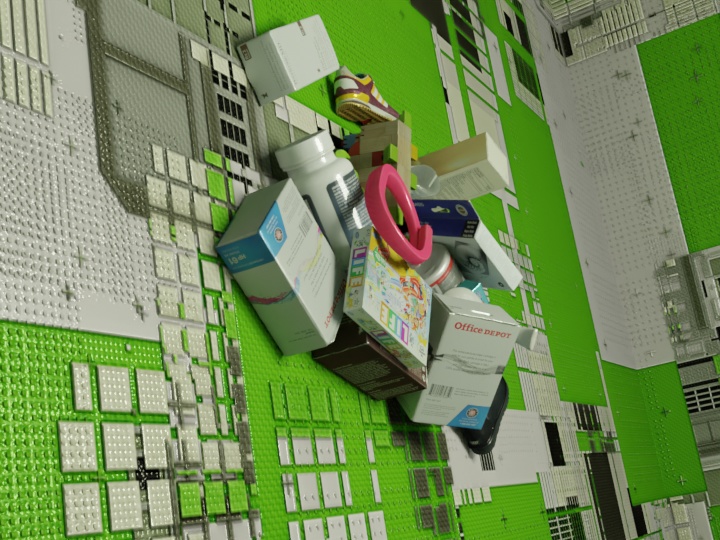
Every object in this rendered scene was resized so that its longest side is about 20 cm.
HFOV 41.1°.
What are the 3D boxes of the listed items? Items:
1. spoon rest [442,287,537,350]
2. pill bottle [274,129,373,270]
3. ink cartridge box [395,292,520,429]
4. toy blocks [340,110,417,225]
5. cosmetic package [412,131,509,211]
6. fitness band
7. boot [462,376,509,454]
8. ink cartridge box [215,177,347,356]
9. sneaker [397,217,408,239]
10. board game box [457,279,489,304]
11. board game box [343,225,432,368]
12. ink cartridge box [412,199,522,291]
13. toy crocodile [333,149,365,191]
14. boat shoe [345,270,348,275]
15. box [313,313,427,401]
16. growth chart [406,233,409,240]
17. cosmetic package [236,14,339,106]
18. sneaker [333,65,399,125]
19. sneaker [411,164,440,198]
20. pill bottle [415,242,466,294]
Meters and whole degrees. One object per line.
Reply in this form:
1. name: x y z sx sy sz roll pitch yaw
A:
1. spoon rest: 0.216 0.095 1.700 0.197 0.060 0.101 19 87 -21
2. pill bottle: -0.052 -0.107 1.484 0.203 0.118 0.120 67 27 -12
3. ink cartridge box: 0.163 0.154 1.619 0.143 0.203 0.084 11 18 -25
4. toy blocks: 0.016 -0.168 1.651 0.099 0.134 0.204 22 66 -57
5. cosmetic package: 0.186 -0.190 1.913 0.105 0.197 0.072 41 40 -47
6. fitness band: 0.058 -0.085 1.484 0.144 0.037 0.201 53 20 -19
7. boot: 0.222 0.232 1.874 0.169 0.075 0.202 59 35 -34
8. ink cartridge box: -0.103 -0.003 1.363 0.202 0.083 0.145 59 30 -24
9. sneaker: 0.050 -0.082 1.690 0.077 0.082 0.202 60 13 -45
10. board game box: 0.164 0.139 1.726 0.199 0.047 0.153 -39 116 -23
11. board game box: 0.045 0.044 1.444 0.200 0.034 0.137 43 45 -47
12. ink cartridge box: 0.179 -0.047 1.787 0.041 0.198 0.201 -50 119 -21
13. toy crocodile: -0.006 -0.110 1.585 0.061 0.068 0.202 -10 62 -47
14. boat shoe: 0.000 0.000 1.589 0.073 0.061 0.203 46 37 -40
15. box: 0.018 0.132 1.506 0.200 0.099 0.076 39 41 -50
16. growth chart: 0.132 -0.008 1.907 0.201 0.017 0.146 57 29 -32
17. cosmetic package: -0.113 -0.344 1.559 0.103 0.073 0.200 66 26 -14
18. sneaker: 0.018 -0.320 1.799 0.199 0.074 0.092 16 66 -61
19. sneaker: 0.056 -0.177 1.806 0.198 0.080 0.072 23 60 -34
20. pill bottle: 0.158 0.056 1.810 0.201 0.112 0.115 55 31 -33
